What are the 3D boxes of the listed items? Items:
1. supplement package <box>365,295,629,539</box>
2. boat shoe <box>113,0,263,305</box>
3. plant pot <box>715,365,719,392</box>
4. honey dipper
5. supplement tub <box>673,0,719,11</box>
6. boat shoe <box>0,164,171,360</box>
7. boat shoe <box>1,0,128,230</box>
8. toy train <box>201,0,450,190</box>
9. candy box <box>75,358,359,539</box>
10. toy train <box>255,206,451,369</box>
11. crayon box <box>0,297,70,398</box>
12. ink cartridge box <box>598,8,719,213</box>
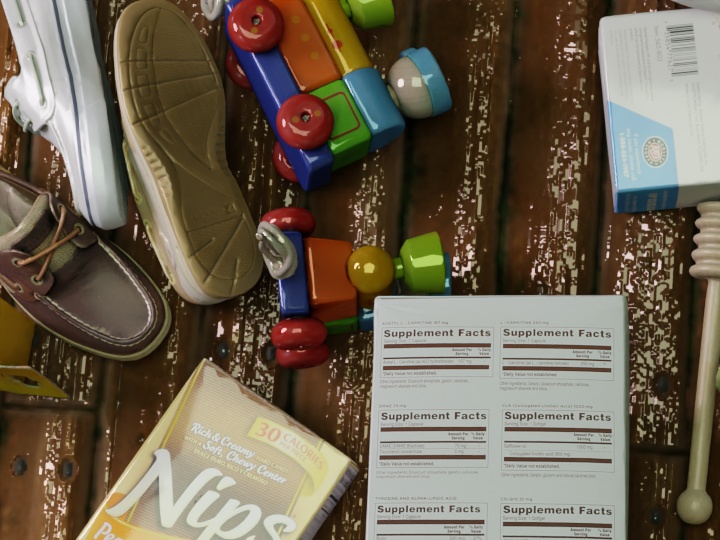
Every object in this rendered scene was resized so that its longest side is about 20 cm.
[{"bbox_3d":[0.082,0.141,1.362,0.147,0.191,0.200,0,66,6],"label":"supplement package"},{"bbox_3d":[-0.122,-0.071,1.499,0.074,0.069,0.200,-9,79,-29],"label":"boat shoe"},{"bbox_3d":[0.346,0.066,1.383,0.190,0.200,0.200,45,86,-3],"label":"plant pot"},{"bbox_3d":[0.217,0.058,1.463,0.038,0.038,0.200,6,81,6],"label":"honey dipper"},{"bbox_3d":[0.228,-0.276,1.447,0.145,0.145,0.200,1,55,5],"label":"supplement tub"},{"bbox_3d":[-0.208,-0.017,1.495,0.200,0.072,0.072,41,85,11],"label":"boat shoe"},{"bbox_3d":[-0.195,-0.113,1.518,0.067,0.074,0.200,-12,66,0],"label":"boat shoe"},{"bbox_3d":[-0.032,-0.163,1.501,0.116,0.085,0.200,-24,78,-11],"label":"toy train"},{"bbox_3d":[-0.105,0.170,1.459,0.115,0.055,0.200,34,85,10],"label":"candy box"},{"bbox_3d":[0.000,0.000,1.412,0.115,0.200,0.085,-6,78,-1],"label":"toy train"},{"bbox_3d":[-0.285,0.036,1.465,0.200,0.127,0.051,9,80,5],"label":"crayon box"},{"bbox_3d":[0.254,-0.105,1.474,0.200,0.068,0.115,-5,78,5],"label":"ink cartridge box"}]
